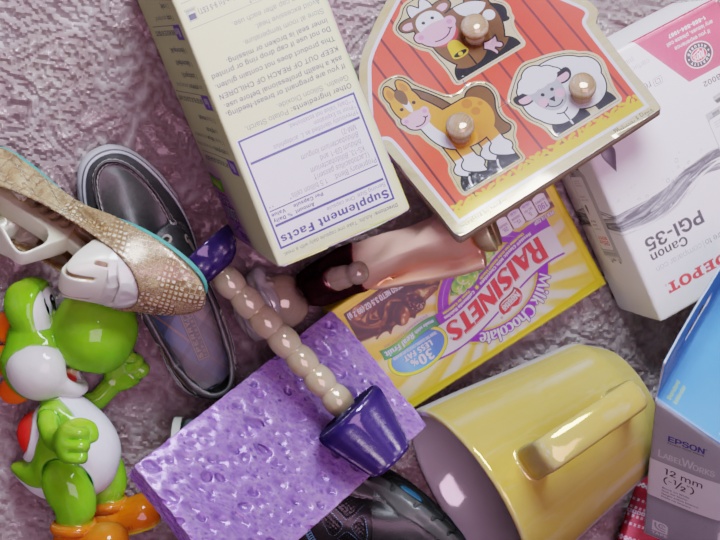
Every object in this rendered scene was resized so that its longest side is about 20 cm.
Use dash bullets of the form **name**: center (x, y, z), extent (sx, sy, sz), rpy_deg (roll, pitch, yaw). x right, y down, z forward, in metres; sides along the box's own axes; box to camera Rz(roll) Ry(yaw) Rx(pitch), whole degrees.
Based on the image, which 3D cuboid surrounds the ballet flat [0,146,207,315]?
- **ballet flat**: center (-0.199, -0.014, 1.158), extent (0.199, 0.065, 0.071), rpy_deg (28, 134, 17)

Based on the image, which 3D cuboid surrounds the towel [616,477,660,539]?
- **towel**: center (0.264, 0.247, 1.373), extent (0.144, 0.022, 0.201), rpy_deg (19, 90, -14)

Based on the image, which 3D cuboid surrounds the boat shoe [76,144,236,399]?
- **boat shoe**: center (-0.139, 0.002, 1.219), extent (0.068, 0.057, 0.201), rpy_deg (-28, 103, -9)

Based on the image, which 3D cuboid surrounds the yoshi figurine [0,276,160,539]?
- **yoshi figurine**: center (-0.187, 0.097, 1.200), extent (0.112, 0.112, 0.201), rpy_deg (-20, 100, -27)

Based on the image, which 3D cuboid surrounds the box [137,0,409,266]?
- **box**: center (-0.065, -0.121, 1.160), extent (0.096, 0.176, 0.201), rpy_deg (-23, 102, -10)

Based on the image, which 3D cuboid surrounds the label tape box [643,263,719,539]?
- **label tape box**: center (0.267, 0.094, 1.249), extent (0.066, 0.201, 0.143), rpy_deg (21, 52, 21)

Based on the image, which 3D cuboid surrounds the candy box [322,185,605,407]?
- **candy box**: center (0.080, 0.019, 1.294), extent (0.200, 0.026, 0.102), rpy_deg (-32, 106, -8)

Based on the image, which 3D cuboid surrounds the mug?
- **mug**: center (0.148, 0.135, 1.254), extent (0.153, 0.186, 0.150), rpy_deg (-29, 114, -18)

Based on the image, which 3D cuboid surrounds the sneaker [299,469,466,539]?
- **sneaker**: center (-0.009, 0.180, 1.273), extent (0.200, 0.073, 0.082), rpy_deg (32, 92, -6)

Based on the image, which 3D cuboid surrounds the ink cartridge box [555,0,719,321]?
- **ink cartridge box**: center (0.233, -0.084, 1.290), extent (0.146, 0.083, 0.201), rpy_deg (-28, 103, -10)

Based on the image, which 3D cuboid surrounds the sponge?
- **sponge**: center (-0.056, 0.127, 1.203), extent (0.200, 0.030, 0.112), rpy_deg (-38, 86, -31)

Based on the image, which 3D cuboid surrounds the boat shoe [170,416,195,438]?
- **boat shoe**: center (-0.095, 0.196, 1.215), extent (0.061, 0.073, 0.201), rpy_deg (-12, 66, -3)

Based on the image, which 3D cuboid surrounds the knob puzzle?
- **knob puzzle**: center (0.085, -0.144, 1.212), extent (0.218, 0.030, 0.221), rpy_deg (-2, 65, 4)

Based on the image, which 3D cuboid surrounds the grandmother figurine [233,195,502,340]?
- **grandmother figurine**: center (0.000, 0.000, 1.227), extent (0.199, 0.121, 0.061), rpy_deg (-21, 85, 12)

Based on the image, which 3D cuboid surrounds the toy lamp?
- **toy lamp**: center (-0.044, 0.059, 1.183), extent (0.058, 0.058, 0.200), rpy_deg (-41, 92, -6)
